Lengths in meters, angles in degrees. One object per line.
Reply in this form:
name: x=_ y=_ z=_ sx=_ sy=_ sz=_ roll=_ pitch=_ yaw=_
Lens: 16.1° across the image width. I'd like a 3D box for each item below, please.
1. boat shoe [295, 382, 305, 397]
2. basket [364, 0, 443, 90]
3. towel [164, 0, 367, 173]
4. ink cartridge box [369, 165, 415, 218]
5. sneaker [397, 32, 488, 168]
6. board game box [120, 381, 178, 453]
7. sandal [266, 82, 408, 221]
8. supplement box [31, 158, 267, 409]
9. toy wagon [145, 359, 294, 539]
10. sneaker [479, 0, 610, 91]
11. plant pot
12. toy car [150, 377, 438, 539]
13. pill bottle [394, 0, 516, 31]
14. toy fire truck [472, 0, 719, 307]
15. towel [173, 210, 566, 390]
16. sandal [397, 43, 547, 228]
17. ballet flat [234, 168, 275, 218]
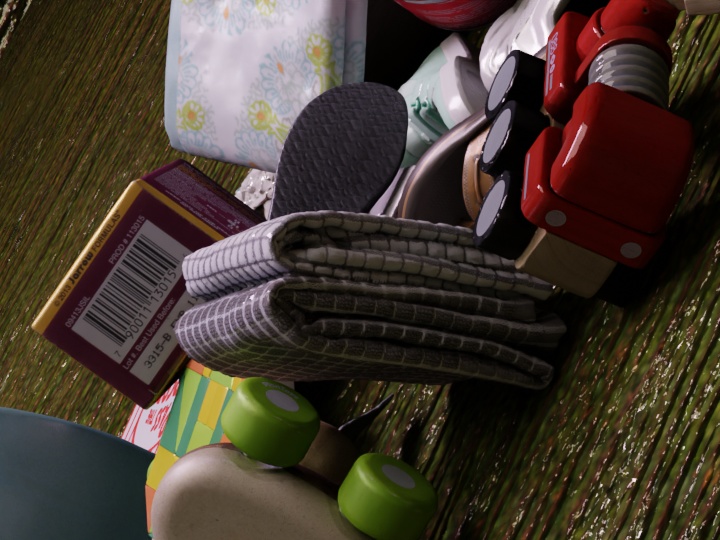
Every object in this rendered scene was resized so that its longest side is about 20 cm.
boat shoe: x=-0.080 y=0.107 z=1.784 sx=0.066 sy=0.072 sz=0.201 roll=-48 pitch=25 yaw=17
basket: x=0.017 y=-0.228 z=1.952 sx=0.200 sy=0.136 sz=0.180 roll=-54 pitch=-25 yaw=-10
towel: x=-0.069 y=-0.171 z=1.827 sx=0.171 sy=0.048 sz=0.200 roll=14 pitch=107 yaw=43
ink cartridge box: x=0.000 y=0.000 z=1.745 sx=0.115 sy=0.068 sz=0.200 roll=-64 pitch=19 yaw=-14
sneaker: x=0.052 y=-0.088 z=1.733 sx=0.118 sy=0.074 sz=0.200 roll=-49 pitch=10 yaw=10
board game box: x=-0.118 y=0.085 z=1.956 sx=0.151 sy=0.046 sz=0.200 roll=-26 pitch=38 yaw=59
sandal: x=-0.029 y=-0.036 z=1.668 sx=0.043 sy=0.076 sz=0.200 roll=99 pitch=-166 yaw=-71
supplement box: x=-0.140 y=0.006 z=1.810 sx=0.131 sy=0.103 sz=0.200 roll=-55 pitch=0 yaw=10
toy wagon: x=-0.098 y=0.142 z=1.683 sx=0.155 sy=0.040 sz=0.200 roll=21 pitch=93 yaw=61
sneaker: x=0.151 y=-0.193 z=1.672 sx=0.099 sy=0.078 sz=0.200 roll=-18 pitch=49 yaw=49
plant pot: x=-0.220 y=0.192 z=1.813 sx=0.141 sy=0.200 sz=0.142 roll=-36 pitch=30 yaw=50
toy car: x=-0.028 y=0.147 z=1.546 sx=0.164 sy=0.158 sz=0.200 roll=-60 pitch=-9 yaw=19
pill bottle: x=0.061 y=-0.227 z=1.756 sx=0.112 sy=0.112 sz=0.200 roll=-58 pitch=-17 yaw=4
toy fire truck: x=0.167 y=-0.099 z=1.424 sx=0.176 sy=0.128 sz=0.200 roll=-81 pitch=18 yaw=-48
towel: x=0.008 y=0.026 z=1.503 sx=0.166 sy=0.200 sz=0.086 roll=157 pitch=118 yaw=-66
sandal: x=0.099 y=-0.067 z=1.617 sx=0.200 sy=0.082 sz=0.055 roll=-43 pitch=45 yaw=23
ballet flat: x=-0.069 y=-0.041 z=2.023 sx=0.200 sy=0.072 sz=0.072 roll=-42 pitch=25 yaw=47
